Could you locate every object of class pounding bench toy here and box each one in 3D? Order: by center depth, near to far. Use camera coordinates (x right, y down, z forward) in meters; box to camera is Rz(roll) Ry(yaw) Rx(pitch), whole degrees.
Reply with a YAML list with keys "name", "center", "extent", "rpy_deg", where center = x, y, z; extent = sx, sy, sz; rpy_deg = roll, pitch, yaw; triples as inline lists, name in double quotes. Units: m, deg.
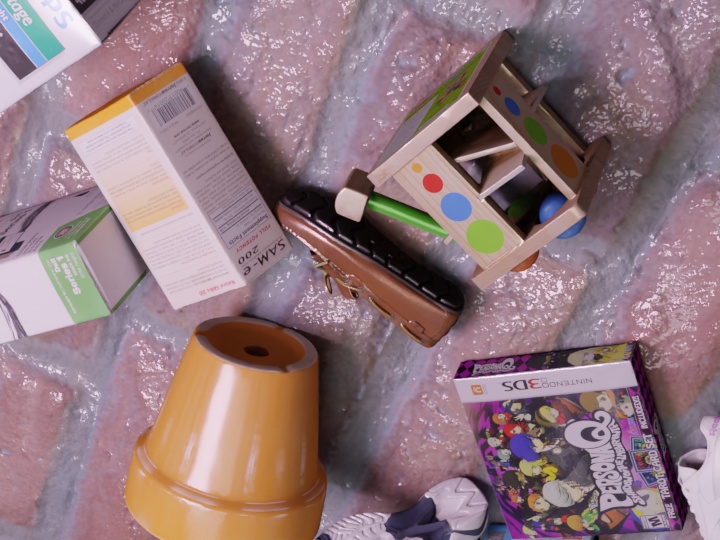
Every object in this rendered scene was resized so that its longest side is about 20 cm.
- name: "pounding bench toy"
  center: [0.093, -0.068, 1.319]
  extent: [0.156, 0.124, 0.200]
  rpy_deg: [45, 126, -11]

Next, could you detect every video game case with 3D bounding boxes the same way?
- name: "video game case"
  center: [0.203, 0.168, 1.481]
  extent: [0.180, 0.036, 0.201]
  rpy_deg: [-7, 118, 27]

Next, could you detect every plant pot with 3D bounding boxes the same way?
- name: "plant pot"
  center: [-0.120, 0.154, 1.516]
  extent: [0.198, 0.200, 0.185]
  rpy_deg: [17, 111, 11]

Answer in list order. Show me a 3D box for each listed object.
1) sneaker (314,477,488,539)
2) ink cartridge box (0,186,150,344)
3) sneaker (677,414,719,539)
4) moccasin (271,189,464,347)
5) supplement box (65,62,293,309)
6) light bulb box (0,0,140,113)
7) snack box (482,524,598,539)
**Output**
- name: "sneaker"
  center: [0.040, 0.298, 1.564]
  extent: [0.080, 0.198, 0.130]
  rpy_deg: [47, 154, 40]
- name: "ink cartridge box"
  center: [-0.303, -0.006, 1.501]
  extent: [0.199, 0.146, 0.085]
  rpy_deg: [-14, 114, 28]
- name: "sneaker"
  center: [0.344, 0.219, 1.447]
  extent: [0.099, 0.075, 0.202]
  rpy_deg: [19, 123, 26]
- name: "moccasin"
  center: [0.000, -0.001, 1.436]
  extent: [0.201, 0.074, 0.078]
  rpy_deg: [33, 119, -11]
- name: "supplement box"
  center: [-0.167, -0.074, 1.417]
  extent: [0.126, 0.073, 0.201]
  rpy_deg: [-16, 108, 50]
- name: "light bulb box"
  center: [-0.280, -0.238, 1.312]
  extent: [0.199, 0.199, 0.125]
  rpy_deg: [-26, 111, 33]
- name: "snack box"
  center: [0.202, 0.352, 1.597]
  extent: [0.115, 0.037, 0.201]
  rpy_deg: [-3, 120, 24]
